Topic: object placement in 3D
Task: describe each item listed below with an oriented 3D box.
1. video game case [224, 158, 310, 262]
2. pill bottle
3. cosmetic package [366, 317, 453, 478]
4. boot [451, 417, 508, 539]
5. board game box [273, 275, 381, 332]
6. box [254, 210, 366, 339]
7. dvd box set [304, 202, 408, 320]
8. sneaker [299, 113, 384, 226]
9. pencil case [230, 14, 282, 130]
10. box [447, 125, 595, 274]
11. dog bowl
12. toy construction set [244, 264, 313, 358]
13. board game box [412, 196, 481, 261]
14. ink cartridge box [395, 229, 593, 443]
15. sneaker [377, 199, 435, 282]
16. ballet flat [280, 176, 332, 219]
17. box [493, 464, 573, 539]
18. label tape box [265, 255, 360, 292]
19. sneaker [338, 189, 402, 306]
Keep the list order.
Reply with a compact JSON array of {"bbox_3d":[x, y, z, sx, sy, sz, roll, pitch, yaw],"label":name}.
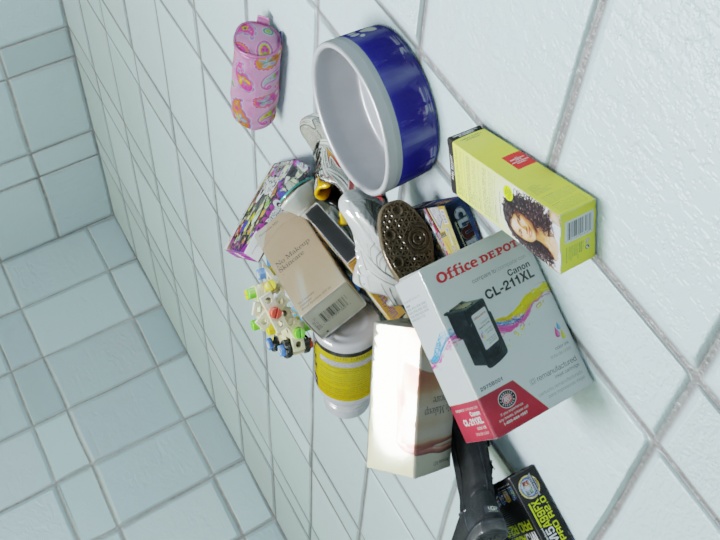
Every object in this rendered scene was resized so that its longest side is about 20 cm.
[{"bbox_3d":[-0.165,-0.104,1.718,0.035,0.184,0.200,30,175,-17],"label":"video game case"},{"bbox_3d":[-0.022,0.149,1.618,0.112,0.110,0.203,50,153,38],"label":"pill bottle"},{"bbox_3d":[0.073,0.173,1.368,0.086,0.103,0.205,6,96,35],"label":"cosmetic package"},{"bbox_3d":[0.148,0.307,1.397,0.166,0.064,0.203,116,151,-46],"label":"boot"},{"bbox_3d":[-0.059,0.063,1.684,0.197,0.035,0.128,29,141,15],"label":"board game box"},{"bbox_3d":[-0.082,-0.002,1.551,0.201,0.094,0.078,54,-177,40],"label":"box"},{"bbox_3d":[0.000,0.000,1.496,0.147,0.029,0.201,49,177,44],"label":"dvd box set"},{"bbox_3d":[-0.042,-0.152,1.468,0.202,0.081,0.078,58,159,25],"label":"sneaker"},{"bbox_3d":[-0.172,-0.322,1.628,0.088,0.086,0.201,57,158,22],"label":"pencil case"},{"bbox_3d":[0.166,-0.080,1.045,0.200,0.049,0.076,44,151,49],"label":"box"},{"bbox_3d":[0.016,-0.204,1.259,0.201,0.078,0.202,54,158,34],"label":"dog bowl"},{"bbox_3d":[-0.132,0.068,1.587,0.200,0.090,0.134,-139,39,-76],"label":"toy construction set"},{"bbox_3d":[0.127,0.008,1.274,0.135,0.034,0.204,1,113,69],"label":"board game box"},{"bbox_3d":[0.149,0.070,1.117,0.203,0.144,0.083,65,159,3],"label":"ink cartridge box"},{"bbox_3d":[0.071,0.011,1.271,0.203,0.069,0.076,66,166,6],"label":"sneaker"},{"bbox_3d":[-0.073,-0.111,1.553,0.200,0.068,0.071,-53,-58,-77],"label":"ballet flat"},{"bbox_3d":[0.232,0.373,1.397,0.162,0.044,0.200,63,161,13],"label":"box"},{"bbox_3d":[-0.067,0.014,1.724,0.197,0.064,0.146,21,139,23],"label":"label tape box"},{"bbox_3d":[0.018,-0.018,1.337,0.201,0.098,0.079,52,-153,-25],"label":"sneaker"}]
